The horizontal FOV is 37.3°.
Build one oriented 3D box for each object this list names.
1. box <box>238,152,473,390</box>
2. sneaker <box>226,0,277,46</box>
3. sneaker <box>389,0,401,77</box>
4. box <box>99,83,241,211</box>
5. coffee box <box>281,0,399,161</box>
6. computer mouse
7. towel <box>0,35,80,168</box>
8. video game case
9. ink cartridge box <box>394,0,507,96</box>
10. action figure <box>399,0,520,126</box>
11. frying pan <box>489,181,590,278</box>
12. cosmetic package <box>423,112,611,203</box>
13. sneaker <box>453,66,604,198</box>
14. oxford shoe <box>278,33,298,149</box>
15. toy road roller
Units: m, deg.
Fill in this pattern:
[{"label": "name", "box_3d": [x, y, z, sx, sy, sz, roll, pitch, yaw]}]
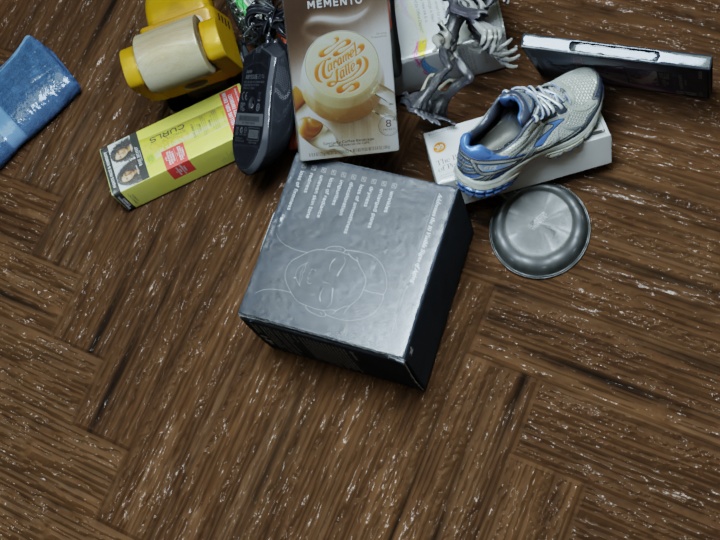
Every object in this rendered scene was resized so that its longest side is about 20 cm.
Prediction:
[{"label": "box", "box_3d": [0.000, 0.000, 1.176, 0.194, 0.124, 0.203, 14, 73, 21]}, {"label": "sneaker", "box_3d": [-0.136, -0.369, 1.366, 0.084, 0.078, 0.202, -20, 54, 2]}, {"label": "sneaker", "box_3d": [-0.014, -0.311, 1.235, 0.106, 0.067, 0.205, -7, 74, 10]}, {"label": "box", "box_3d": [-0.221, -0.153, 1.334, 0.197, 0.050, 0.076, -23, 66, 5]}, {"label": "coffee box", "box_3d": [-0.023, -0.230, 1.141, 0.112, 0.203, 0.080, -7, 27, -1]}, {"label": "computer mouse", "box_3d": [-0.100, -0.209, 1.245, 0.138, 0.052, 0.204, 22, 104, 54]}, {"label": "towel", "box_3d": [-0.474, -0.213, 1.426, 0.200, 0.049, 0.112, -44, 66, -4]}, {"label": "video game case", "box_3d": [0.285, -0.225, 1.176, 0.197, 0.143, 0.019, 11, 91, 19]}, {"label": "ink cartridge box", "box_3d": [0.070, -0.301, 1.292, 0.197, 0.086, 0.150, -12, 69, 9]}, {"label": "action figure", "box_3d": [0.124, -0.256, 1.168, 0.101, 0.118, 0.202, 32, 106, 27]}, {"label": "frying pan", "box_3d": [0.190, -0.082, 1.211, 0.113, 0.031, 0.193, -20, 69, 5]}, {"label": "cosmetic package", "box_3d": [0.176, -0.140, 1.206, 0.197, 0.051, 0.083, -16, 51, 4]}, {"label": "sneaker", "box_3d": [0.183, -0.160, 1.134, 0.199, 0.086, 0.077, -38, 58, -12]}, {"label": "oxford shoe", "box_3d": [-0.065, -0.244, 1.327, 0.071, 0.071, 0.203, -4, 72, -8]}, {"label": "toy road roller", "box_3d": [-0.217, -0.289, 1.306, 0.121, 0.200, 0.148, -17, 88, 8]}]
